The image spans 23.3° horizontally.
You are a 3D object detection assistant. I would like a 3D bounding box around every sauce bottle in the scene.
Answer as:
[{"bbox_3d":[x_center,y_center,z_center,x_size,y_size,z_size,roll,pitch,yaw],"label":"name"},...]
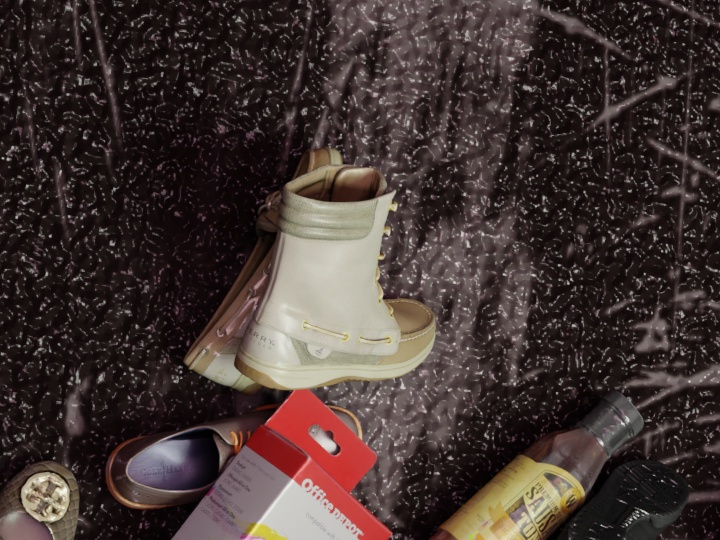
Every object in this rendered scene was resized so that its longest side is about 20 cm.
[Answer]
[{"bbox_3d":[0.139,0.171,1.362,0.200,0.066,0.066,-42,93,-15],"label":"sauce bottle"}]

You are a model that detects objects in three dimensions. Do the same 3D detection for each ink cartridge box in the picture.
[{"bbox_3d":[-0.059,0.198,1.270,0.201,0.067,0.116,-52,130,-9],"label":"ink cartridge box"}]

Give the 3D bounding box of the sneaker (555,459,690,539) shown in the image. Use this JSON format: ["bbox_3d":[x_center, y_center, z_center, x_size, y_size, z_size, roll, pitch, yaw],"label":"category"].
[{"bbox_3d":[0.179,0.224,1.365,0.060,0.105,0.199,39,36,20],"label":"sneaker"}]

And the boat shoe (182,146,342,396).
[{"bbox_3d":[-0.071,-0.008,1.336,0.063,0.073,0.202,24,83,-14],"label":"boat shoe"}]

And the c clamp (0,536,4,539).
[{"bbox_3d":[-0.349,0.231,1.228,0.198,0.027,0.172,19,64,7],"label":"c clamp"}]

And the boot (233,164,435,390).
[{"bbox_3d":[0.000,0.000,1.287,0.199,0.072,0.156,-8,118,-48],"label":"boot"}]

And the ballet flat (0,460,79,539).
[{"bbox_3d":[-0.261,0.230,1.259,0.067,0.046,0.201,31,75,-8],"label":"ballet flat"}]

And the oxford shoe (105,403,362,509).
[{"bbox_3d":[-0.088,0.141,1.304,0.198,0.073,0.072,-12,84,-16],"label":"oxford shoe"}]
